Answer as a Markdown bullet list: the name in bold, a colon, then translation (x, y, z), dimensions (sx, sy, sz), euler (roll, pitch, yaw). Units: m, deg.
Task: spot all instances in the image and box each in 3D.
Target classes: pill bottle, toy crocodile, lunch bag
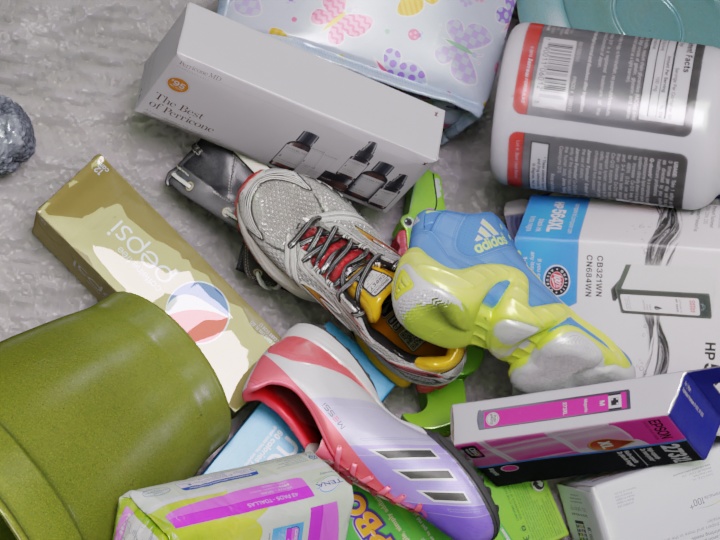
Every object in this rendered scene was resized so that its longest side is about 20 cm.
- **pill bottle**: translation (0.196, -0.104, 1.649), dimensions (0.200, 0.116, 0.116), euler (9, 75, 8)
- **toy crocodile**: translation (0.049, 0.024, 1.711), dimensions (0.062, 0.068, 0.200), euler (-4, 78, -11)
- **lunch bag**: translation (0.004, -0.206, 1.722), dimensions (0.200, 0.127, 0.170), euler (18, 76, -15)

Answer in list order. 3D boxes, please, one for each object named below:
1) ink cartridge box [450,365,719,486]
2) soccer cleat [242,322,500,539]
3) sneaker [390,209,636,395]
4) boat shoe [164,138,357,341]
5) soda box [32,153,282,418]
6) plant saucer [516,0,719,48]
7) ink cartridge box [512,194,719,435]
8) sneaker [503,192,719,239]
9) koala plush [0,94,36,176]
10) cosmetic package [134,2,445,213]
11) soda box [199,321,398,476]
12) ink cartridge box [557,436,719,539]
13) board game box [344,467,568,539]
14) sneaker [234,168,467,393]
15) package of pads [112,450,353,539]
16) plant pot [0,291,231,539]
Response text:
- **ink cartridge box**: translation (0.170, 0.107, 1.618), dimensions (0.200, 0.095, 0.037), euler (-12, 63, 20)
- **soccer cleat**: translation (0.007, 0.124, 1.607), dimensions (0.200, 0.068, 0.073), euler (44, 53, 5)
- **sneaker**: translation (0.109, 0.016, 1.601), dimensions (0.200, 0.076, 0.105), euler (27, 50, -33)
- **boat shoe**: translation (-0.056, -0.014, 1.704), dimensions (0.068, 0.072, 0.200), euler (-42, 87, -4)
- **soda box**: translation (-0.140, 0.014, 1.676), dimensions (0.200, 0.068, 0.064), euler (45, 73, 2)
- **plant saucer**: translation (0.209, -0.181, 1.771), dimensions (0.200, 0.027, 0.200), euler (15, 56, -23)
- **ink cartridge box**: translation (0.211, 0.032, 1.668), dimensions (0.200, 0.084, 0.146), euler (3, 112, 12)
- **sneaker**: translation (0.213, -0.036, 1.752), dimensions (0.199, 0.115, 0.081), euler (-4, 112, 17)
- **koala plush**: translation (-0.323, -0.146, 1.609), dimensions (0.184, 0.200, 0.177), euler (-19, 82, -14)
- **cosmetic package**: translation (-0.049, -0.110, 1.657), dimensions (0.200, 0.083, 0.051), euler (21, 53, -17)
- **soda box**: translation (-0.063, 0.135, 1.666), dimensions (0.068, 0.064, 0.200), euler (39, 74, -1)
- **ink cartridge box**: translation (0.264, 0.208, 1.697), dimensions (0.200, 0.084, 0.176), euler (-15, 90, -14)
- **board game box**: translation (0.050, 0.175, 1.665), dimensions (0.200, 0.030, 0.096), euler (-17, 80, -37)
- **sneaker**: translation (0.000, 0.000, 1.627), dimensions (0.200, 0.082, 0.078), euler (40, 79, -3)
- **package of pads**: translation (-0.095, 0.227, 1.559), dimensions (0.154, 0.068, 0.200), euler (-10, 121, -35)
- **plant pot**: translation (-0.196, 0.118, 1.592), dimensions (0.193, 0.200, 0.200), euler (-37, 86, -28)
